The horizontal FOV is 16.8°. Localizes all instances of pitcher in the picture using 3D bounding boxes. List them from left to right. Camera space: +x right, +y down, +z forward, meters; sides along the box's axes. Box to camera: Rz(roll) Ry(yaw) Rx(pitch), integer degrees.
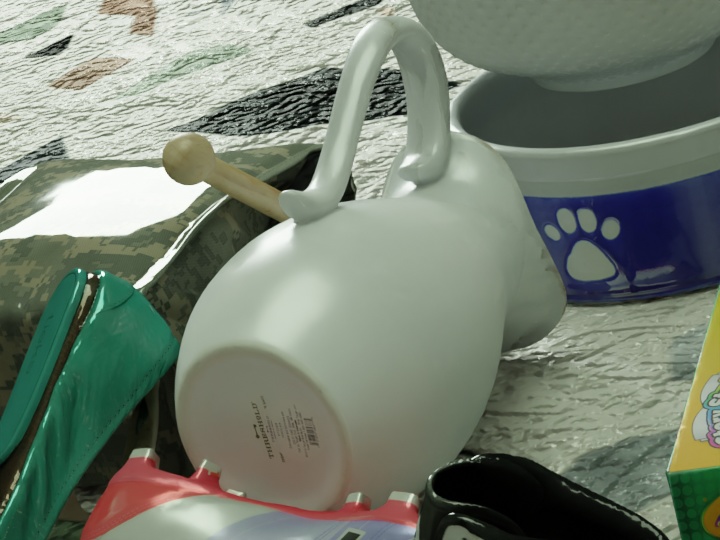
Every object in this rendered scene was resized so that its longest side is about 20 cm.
[{"bbox_3d":[0.000,0.000,1.008,0.121,0.173,0.200,-7,21,33],"label":"pitcher"}]

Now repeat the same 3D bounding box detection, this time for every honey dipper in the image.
[{"bbox_3d":[-0.022,-0.020,1.093,0.038,0.038,0.200,3,-15,40],"label":"honey dipper"}]

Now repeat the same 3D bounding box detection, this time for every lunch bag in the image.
[{"bbox_3d":[-0.105,0.010,1.135,0.163,0.118,0.200,-4,28,30],"label":"lunch bag"}]

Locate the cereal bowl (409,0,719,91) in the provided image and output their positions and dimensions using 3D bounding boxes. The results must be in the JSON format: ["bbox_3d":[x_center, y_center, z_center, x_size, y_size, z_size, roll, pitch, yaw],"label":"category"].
[{"bbox_3d":[0.121,-0.143,1.190,0.199,0.084,0.200,-13,21,5],"label":"cereal bowl"}]

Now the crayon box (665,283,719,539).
[{"bbox_3d":[0.189,0.047,0.915,0.118,0.059,0.200,-8,22,19],"label":"crayon box"}]

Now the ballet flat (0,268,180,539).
[{"bbox_3d":[-0.127,0.097,0.964,0.201,0.070,0.067,-63,16,-15],"label":"ballet flat"}]

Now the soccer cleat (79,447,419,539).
[{"bbox_3d":[-0.021,0.119,0.897,0.199,0.067,0.077,9,69,31],"label":"soccer cleat"}]

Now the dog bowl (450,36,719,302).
[{"bbox_3d":[0.145,-0.061,1.195,0.199,0.079,0.200,-13,21,5],"label":"dog bowl"}]

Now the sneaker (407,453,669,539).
[{"bbox_3d":[0.015,0.113,0.788,0.199,0.116,0.076,-8,22,19],"label":"sneaker"}]
